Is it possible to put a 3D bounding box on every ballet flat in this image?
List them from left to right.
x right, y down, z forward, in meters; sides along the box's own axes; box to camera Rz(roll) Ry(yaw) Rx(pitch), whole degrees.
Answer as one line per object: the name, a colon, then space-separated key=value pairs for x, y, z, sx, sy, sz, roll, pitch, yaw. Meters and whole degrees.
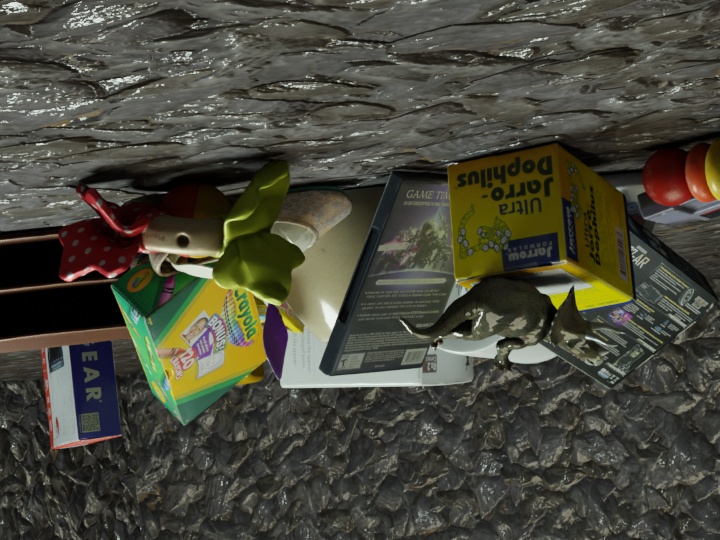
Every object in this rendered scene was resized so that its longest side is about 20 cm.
ballet flat: x=-0.102 y=-0.027 z=1.410 sx=0.198 sy=0.068 sz=0.068 roll=-9 pitch=149 yaw=13

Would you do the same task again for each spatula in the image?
spatula: x=-0.094 y=0.022 z=1.542 sx=0.020 sy=0.201 sz=0.057 roll=-20 pitch=132 yaw=4

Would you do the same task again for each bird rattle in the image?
bird rattle: x=-0.145 y=-0.030 z=1.263 sx=0.198 sy=0.114 sz=0.163 roll=-4 pitch=-169 yaw=3

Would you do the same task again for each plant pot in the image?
plant pot: x=0.000 y=0.000 z=1.532 sx=0.198 sy=0.136 sz=0.200 roll=-8 pitch=174 yaw=-1

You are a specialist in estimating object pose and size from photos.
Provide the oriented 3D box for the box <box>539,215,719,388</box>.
box: x=0.266 y=0.031 z=1.632 sx=0.160 sy=0.044 sz=0.199 roll=-42 pitch=134 yaw=20

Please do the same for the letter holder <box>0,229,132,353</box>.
letter holder: x=-0.322 y=0.020 z=1.502 sx=0.198 sy=0.102 sz=0.142 roll=-6 pitch=172 yaw=-8

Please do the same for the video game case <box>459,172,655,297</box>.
video game case: x=0.209 y=-0.021 z=1.604 sx=0.198 sy=0.024 sz=0.183 roll=-6 pitch=134 yaw=-18

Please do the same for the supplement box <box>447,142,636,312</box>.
supplement box: x=0.170 y=-0.031 z=1.417 sx=0.108 sy=0.111 sz=0.200 roll=-10 pitch=165 yaw=25

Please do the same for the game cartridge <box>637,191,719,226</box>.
game cartridge: x=0.383 y=-0.088 z=1.510 sx=0.198 sy=0.039 sz=0.129 roll=-20 pitch=165 yaw=25

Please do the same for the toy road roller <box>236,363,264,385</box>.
toy road roller: x=-0.192 y=0.076 z=1.981 sx=0.122 sy=0.148 sz=0.199 roll=-11 pitch=173 yaw=31

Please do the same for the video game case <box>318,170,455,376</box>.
video game case: x=0.044 y=0.004 z=1.439 sx=0.019 sy=0.202 sz=0.142 roll=32 pitch=-159 yaw=35

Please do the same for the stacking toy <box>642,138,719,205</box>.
stacking toy: x=0.344 y=-0.095 z=1.384 sx=0.199 sy=0.086 sz=0.085 roll=-3 pitch=179 yaw=40

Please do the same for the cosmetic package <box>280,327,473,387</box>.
cosmetic package: x=0.021 y=0.061 z=1.913 sx=0.198 sy=0.167 sz=0.164 roll=-3 pitch=177 yaw=27

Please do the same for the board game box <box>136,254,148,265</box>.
board game box: x=-0.145 y=0.019 z=1.725 sx=0.198 sy=0.035 sz=0.135 roll=15 pitch=167 yaw=-17

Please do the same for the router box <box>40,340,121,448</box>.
router box: x=-0.314 y=0.090 z=1.696 sx=0.048 sy=0.202 sz=0.179 roll=-5 pitch=173 yaw=-21

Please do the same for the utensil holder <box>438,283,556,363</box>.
utensil holder: x=0.160 y=0.021 z=1.787 sx=0.168 sy=0.172 sz=0.199 roll=-10 pitch=172 yaw=26

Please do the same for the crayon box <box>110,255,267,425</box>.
crayon box: x=-0.164 y=0.052 z=1.522 sx=0.118 sy=0.058 sz=0.201 roll=-39 pitch=149 yaw=-19

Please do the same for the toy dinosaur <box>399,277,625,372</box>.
toy dinosaur: x=0.122 y=0.036 z=1.339 sx=0.198 sy=0.078 sz=0.102 roll=18 pitch=139 yaw=-29

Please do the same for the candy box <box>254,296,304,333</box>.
candy box: x=-0.167 y=0.035 z=1.663 sx=0.198 sy=0.027 sz=0.102 roll=5 pitch=161 yaw=19
